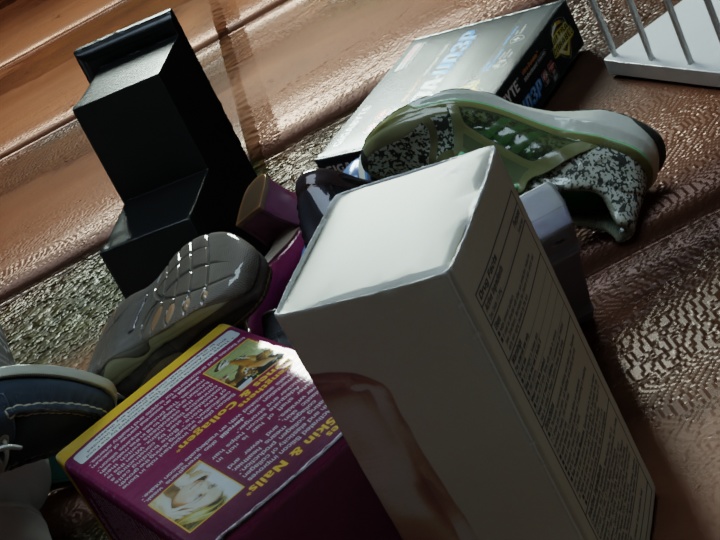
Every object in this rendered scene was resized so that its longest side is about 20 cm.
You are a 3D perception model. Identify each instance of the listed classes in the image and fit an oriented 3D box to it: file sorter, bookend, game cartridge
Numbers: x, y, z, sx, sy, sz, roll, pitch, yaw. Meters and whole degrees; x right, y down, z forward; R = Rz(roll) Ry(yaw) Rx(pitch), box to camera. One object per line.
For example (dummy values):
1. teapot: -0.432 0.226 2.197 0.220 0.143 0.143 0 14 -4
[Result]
1. file sorter: 0.266 -0.224 1.116 0.138 0.125 0.200 -36 24 -17
2. bookend: -0.153 -0.060 1.161 0.091 0.200 0.201 -20 26 15
3. game cartridge: 0.060 0.023 0.824 0.129 0.039 0.200 -32 -18 2

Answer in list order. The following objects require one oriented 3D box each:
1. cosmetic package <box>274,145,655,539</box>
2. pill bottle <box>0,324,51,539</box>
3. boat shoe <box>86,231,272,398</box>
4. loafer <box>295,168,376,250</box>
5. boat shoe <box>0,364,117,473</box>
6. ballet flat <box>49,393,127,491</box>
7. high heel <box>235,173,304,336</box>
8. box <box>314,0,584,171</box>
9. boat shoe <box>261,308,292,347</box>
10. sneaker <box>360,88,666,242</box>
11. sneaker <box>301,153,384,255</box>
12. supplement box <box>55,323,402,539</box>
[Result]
1. cosmetic package: 0.053 0.062 0.684 0.087 0.201 0.104 -14 27 27
2. pill bottle: -0.258 0.108 0.965 0.110 0.111 0.201 -28 58 1
3. boat shoe: -0.102 0.036 0.977 0.200 0.073 0.075 -29 36 53
4. loafer: 0.038 -0.022 0.822 0.072 0.063 0.199 -35 -19 29
5. boat shoe: -0.229 0.097 0.853 0.198 0.075 0.062 -2 45 -24
6. ballet flat: -0.231 0.124 1.061 0.198 0.069 0.068 -9 19 17
7. high heel: -0.052 0.030 1.078 0.067 0.096 0.202 -27 40 47
8. box: 0.075 -0.139 1.254 0.158 0.046 0.200 -9 31 38
9. boat shoe: 0.032 0.012 0.931 0.198 0.067 0.070 -24 -4 -10
10. sneaker: 0.094 -0.059 0.988 0.198 0.077 0.089 4 49 11
11. sneaker: 0.000 0.000 1.032 0.082 0.074 0.201 -43 21 36
12. supplement box: -0.054 0.118 0.814 0.131 0.104 0.199 -38 24 -20
